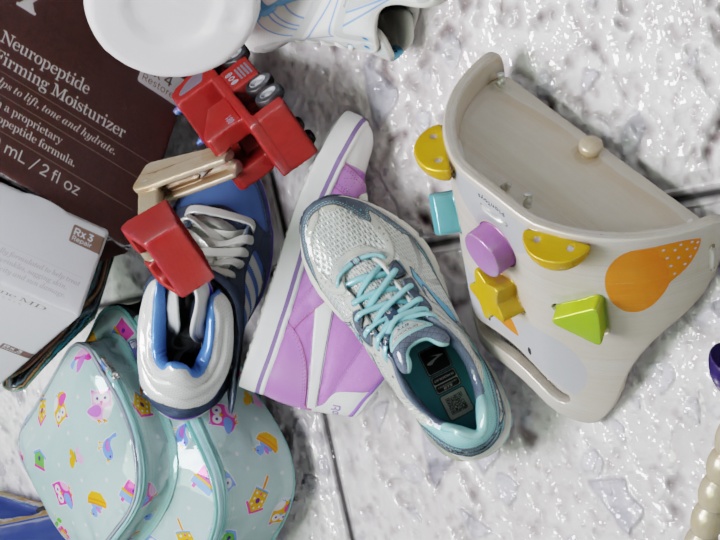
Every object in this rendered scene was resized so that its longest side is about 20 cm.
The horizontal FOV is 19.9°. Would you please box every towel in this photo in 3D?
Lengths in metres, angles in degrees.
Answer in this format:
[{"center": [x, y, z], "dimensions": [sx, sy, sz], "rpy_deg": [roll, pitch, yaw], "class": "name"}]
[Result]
[{"center": [-0.214, -0.016, 1.562], "dimensions": [0.147, 0.022, 0.201], "rpy_deg": [-41, 28, 46], "class": "towel"}]

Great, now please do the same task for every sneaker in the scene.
[{"center": [-0.011, -0.168, 1.344], "dimensions": [0.087, 0.075, 0.200], "rpy_deg": [59, 146, -5], "class": "sneaker"}, {"center": [0.000, 0.000, 1.391], "dimensions": [0.114, 0.073, 0.202], "rpy_deg": [17, 96, 2], "class": "sneaker"}, {"center": [0.032, 0.031, 1.311], "dimensions": [0.200, 0.077, 0.086], "rpy_deg": [52, -179, 5], "class": "sneaker"}, {"center": [-0.104, 0.002, 1.408], "dimensions": [0.147, 0.080, 0.201], "rpy_deg": [111, 172, -76], "class": "sneaker"}]

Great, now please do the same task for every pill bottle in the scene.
[{"center": [-0.124, -0.228, 1.361], "dimensions": [0.201, 0.114, 0.115], "rpy_deg": [-97, 23, -51], "class": "pill bottle"}]

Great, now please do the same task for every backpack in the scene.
[{"center": [-0.150, 0.138, 1.533], "dimensions": [0.200, 0.153, 0.176], "rpy_deg": [51, 129, 18], "class": "backpack"}]

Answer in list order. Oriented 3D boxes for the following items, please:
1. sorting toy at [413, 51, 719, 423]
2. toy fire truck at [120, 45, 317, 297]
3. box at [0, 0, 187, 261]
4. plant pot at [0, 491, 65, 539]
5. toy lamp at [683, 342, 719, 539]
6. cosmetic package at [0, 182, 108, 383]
[{"center": [0.109, 0.001, 1.251], "dimensions": [0.200, 0.107, 0.181], "rpy_deg": [41, 148, 35], "class": "sorting toy"}, {"center": [-0.104, -0.072, 1.380], "dimensions": [0.049, 0.141, 0.200], "rpy_deg": [55, 178, -29], "class": "toy fire truck"}, {"center": [-0.240, -0.122, 1.482], "dimensions": [0.164, 0.166, 0.201], "rpy_deg": [-15, 51, 50], "class": "box"}, {"center": [-0.340, 0.294, 1.765], "dimensions": [0.199, 0.199, 0.181], "rpy_deg": [6, 99, 49], "class": "plant pot"}, {"center": [0.203, 0.141, 1.192], "dimensions": [0.058, 0.058, 0.201], "rpy_deg": [33, 125, 39], "class": "toy lamp"}, {"center": [-0.261, 0.011, 1.446], "dimensions": [0.200, 0.101, 0.074], "rpy_deg": [-34, 36, 61], "class": "cosmetic package"}]
